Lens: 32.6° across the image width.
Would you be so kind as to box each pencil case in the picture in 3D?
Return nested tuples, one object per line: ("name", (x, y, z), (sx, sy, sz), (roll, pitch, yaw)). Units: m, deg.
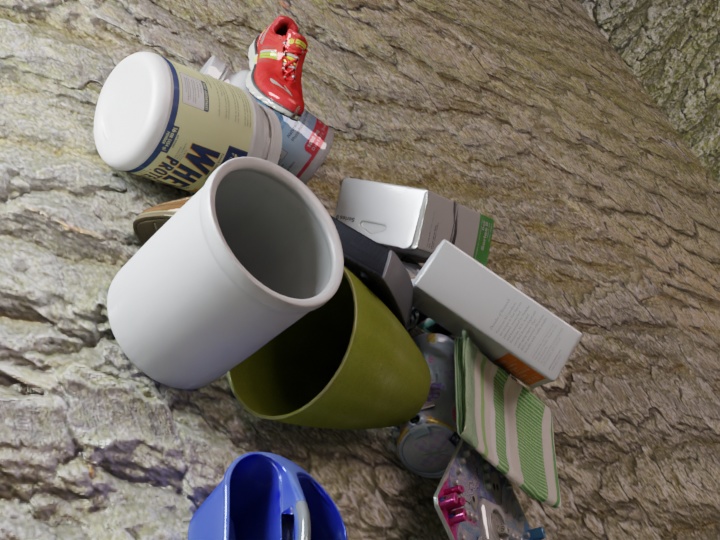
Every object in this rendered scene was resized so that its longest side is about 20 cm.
("pencil case", (0.087, 0.162, 1.511), (0.091, 0.083, 0.200), (45, 25, -20))

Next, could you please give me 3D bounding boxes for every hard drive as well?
("hard drive", (0.000, 0.000, 1.415), (0.134, 0.042, 0.200), (31, -12, 18))

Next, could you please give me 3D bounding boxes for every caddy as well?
("caddy", (-0.078, 0.259, 1.124), (0.141, 0.105, 0.201), (28, 31, -25))

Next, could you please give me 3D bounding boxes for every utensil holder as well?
("utensil holder", (-0.141, 0.009, 1.261), (0.169, 0.200, 0.171), (28, 43, -29))

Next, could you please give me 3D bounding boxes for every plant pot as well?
("plant pot", (-0.016, 0.102, 1.378), (0.200, 0.187, 0.188), (29, 29, -45))

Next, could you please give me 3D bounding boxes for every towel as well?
("towel", (0.175, 0.179, 1.454), (0.200, 0.023, 0.153), (43, 34, -35))

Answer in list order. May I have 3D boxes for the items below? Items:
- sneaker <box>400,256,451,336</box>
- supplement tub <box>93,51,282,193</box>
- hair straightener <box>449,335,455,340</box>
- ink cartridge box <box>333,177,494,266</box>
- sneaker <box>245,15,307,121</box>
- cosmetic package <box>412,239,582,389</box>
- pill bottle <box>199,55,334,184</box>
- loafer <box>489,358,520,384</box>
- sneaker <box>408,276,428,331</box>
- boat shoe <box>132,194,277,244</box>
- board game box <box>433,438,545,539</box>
("sneaker", (0.039, 0.013, 1.667), (0.199, 0.078, 0.140), (32, 9, -30))
("supplement tub", (-0.210, -0.172, 1.514), (0.199, 0.145, 0.146), (16, 38, -42))
("hair straightener", (0.148, 0.090, 1.738), (0.077, 0.041, 0.199), (51, 34, 16))
("ink cartridge box", (0.075, -0.061, 1.705), (0.145, 0.085, 0.200), (11, -4, 33))
("sneaker", (-0.104, -0.276, 1.630), (0.077, 0.085, 0.201), (24, 31, -31))
("cosmetic package", (0.156, 0.055, 1.477), (0.199, 0.071, 0.101), (35, -13, 1))
("pill bottle", (-0.143, -0.203, 1.689), (0.199, 0.109, 0.109), (35, 28, -16))
("loafer", (0.169, 0.153, 1.545), (0.069, 0.202, 0.075), (1, 1, 1))
("sneaker", (0.035, 0.072, 1.536), (0.198, 0.070, 0.109), (-4, 47, -20))
("boat shoe", (-0.161, -0.056, 1.388), (0.072, 0.198, 0.068), (69, 33, -42))
("board game box", (0.157, 0.291, 1.398), (0.201, 0.026, 0.200), (65, 26, -12))
